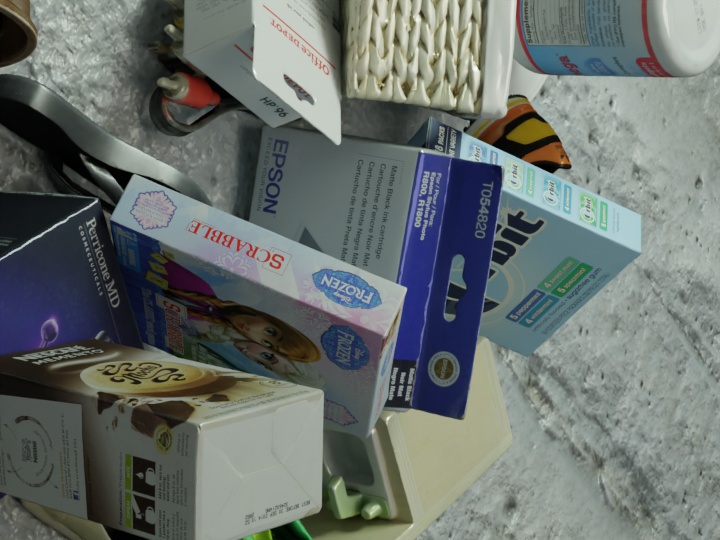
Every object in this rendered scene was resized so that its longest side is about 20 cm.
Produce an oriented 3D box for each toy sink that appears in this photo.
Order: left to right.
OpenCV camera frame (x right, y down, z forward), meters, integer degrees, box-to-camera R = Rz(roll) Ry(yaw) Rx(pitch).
[{"bbox_3d":[0.009,0.135,1.611,0.200,0.130,0.112,-37,122,-41],"label":"toy sink"}]

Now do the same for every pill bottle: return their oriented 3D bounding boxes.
[{"bbox_3d":[0.181,-0.208,1.576,0.109,0.199,0.109,-8,100,-50],"label":"pill bottle"}]

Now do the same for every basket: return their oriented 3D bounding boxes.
[{"bbox_3d":[0.047,-0.219,1.509,0.123,0.136,0.201,4,95,-9],"label":"basket"}]

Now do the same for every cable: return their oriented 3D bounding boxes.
[{"bbox_3d":[-0.093,-0.136,1.512,0.200,0.050,0.098,19,73,-50],"label":"cable"}]

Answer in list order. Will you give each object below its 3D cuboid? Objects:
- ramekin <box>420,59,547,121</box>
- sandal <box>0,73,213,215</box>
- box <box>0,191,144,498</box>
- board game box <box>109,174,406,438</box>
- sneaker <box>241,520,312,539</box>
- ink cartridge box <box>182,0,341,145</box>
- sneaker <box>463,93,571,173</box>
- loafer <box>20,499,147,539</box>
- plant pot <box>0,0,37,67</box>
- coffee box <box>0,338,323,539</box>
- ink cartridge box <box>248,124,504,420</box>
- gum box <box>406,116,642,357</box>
[{"bbox_3d":[0.079,-0.225,1.682,0.202,0.094,0.203,-8,101,-50],"label":"ramekin"},{"bbox_3d":[-0.187,-0.070,1.394,0.200,0.076,0.043,33,67,-37],"label":"sandal"},{"bbox_3d":[-0.250,0.053,1.301,0.200,0.104,0.149,-37,121,-42],"label":"box"},{"bbox_3d":[-0.072,0.030,1.382,0.200,0.199,0.041,95,18,-66],"label":"board game box"},{"bbox_3d":[-0.078,0.241,1.551,0.074,0.083,0.201,-25,116,-46],"label":"sneaker"},{"bbox_3d":[-0.071,-0.189,1.465,0.116,0.068,0.201,36,43,-47],"label":"ink cartridge box"},{"bbox_3d":[0.094,-0.048,1.658,0.070,0.090,0.200,2,133,-54],"label":"sneaker"},{"bbox_3d":[-0.165,0.183,1.449,0.200,0.068,0.076,36,67,-47],"label":"loafer"},{"bbox_3d":[-0.281,-0.240,1.174,0.200,0.200,0.199,18,72,-50],"label":"plant pot"},{"bbox_3d":[-0.133,0.101,1.209,0.113,0.199,0.080,-11,107,-51],"label":"coffee box"},{"bbox_3d":[0.000,0.000,1.513,0.041,0.199,0.201,2,98,-60],"label":"ink cartridge box"},{"bbox_3d":[0.098,-0.023,1.610,0.199,0.170,0.045,22,49,-18],"label":"gum box"}]
